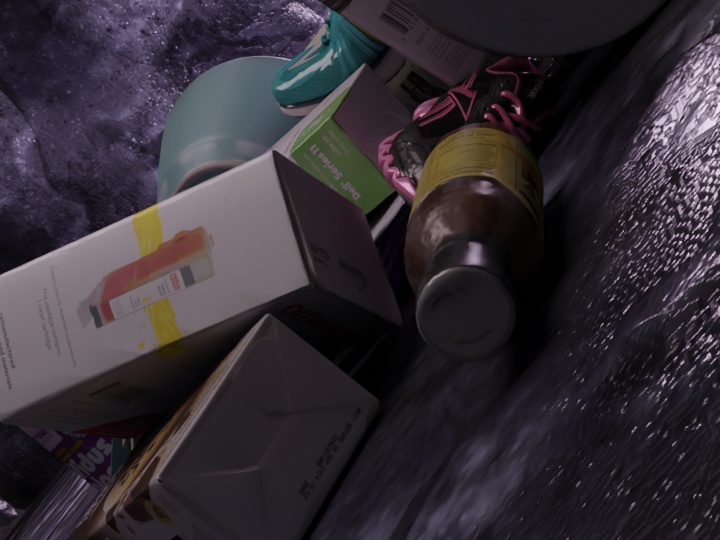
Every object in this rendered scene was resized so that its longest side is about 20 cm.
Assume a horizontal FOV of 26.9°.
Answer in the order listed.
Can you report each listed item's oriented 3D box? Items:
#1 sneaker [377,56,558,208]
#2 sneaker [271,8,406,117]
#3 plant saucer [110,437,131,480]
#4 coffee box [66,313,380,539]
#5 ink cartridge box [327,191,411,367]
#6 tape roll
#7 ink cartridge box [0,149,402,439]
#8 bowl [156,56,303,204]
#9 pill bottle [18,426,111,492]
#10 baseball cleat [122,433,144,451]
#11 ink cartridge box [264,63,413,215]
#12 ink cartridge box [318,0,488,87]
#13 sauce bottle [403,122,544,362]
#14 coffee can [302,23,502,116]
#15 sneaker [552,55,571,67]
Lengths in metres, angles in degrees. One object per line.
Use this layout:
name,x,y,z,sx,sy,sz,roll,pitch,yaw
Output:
sneaker,0.072,-0.080,0.884,0.095,0.079,0.200,-36,14,22
sneaker,0.008,-0.189,1.060,0.200,0.079,0.078,-40,34,18
plant saucer,-0.150,0.126,1.017,0.070,0.019,0.203,-43,-41,-74
coffee box,-0.085,0.120,0.813,0.113,0.080,0.200,-57,8,-35
ink cartridge box,0.000,0.000,1.023,0.200,0.043,0.198,-51,6,26
tape roll,0.099,-0.224,0.861,0.201,0.200,0.066,-51,7,5
ink cartridge box,-0.095,0.021,0.861,0.198,0.084,0.145,-22,-18,16
bowl,-0.081,-0.054,1.178,0.201,0.200,0.105,-47,8,33
pill bottle,-0.188,0.096,1.114,0.113,0.199,0.112,-50,7,8
baseball cleat,-0.103,0.091,1.017,0.201,0.069,0.107,-75,-18,-52
ink cartridge box,-0.056,-0.042,1.040,0.200,0.067,0.117,-39,11,25
ink cartridge box,0.021,-0.234,0.952,0.147,0.199,0.086,-54,16,20
sauce bottle,0.051,-0.014,0.677,0.065,0.065,0.200,-49,8,20
coffee can,0.044,-0.178,1.211,0.200,0.146,0.147,-45,9,43
sneaker,0.140,-0.204,1.045,0.090,0.075,0.200,-51,16,14
